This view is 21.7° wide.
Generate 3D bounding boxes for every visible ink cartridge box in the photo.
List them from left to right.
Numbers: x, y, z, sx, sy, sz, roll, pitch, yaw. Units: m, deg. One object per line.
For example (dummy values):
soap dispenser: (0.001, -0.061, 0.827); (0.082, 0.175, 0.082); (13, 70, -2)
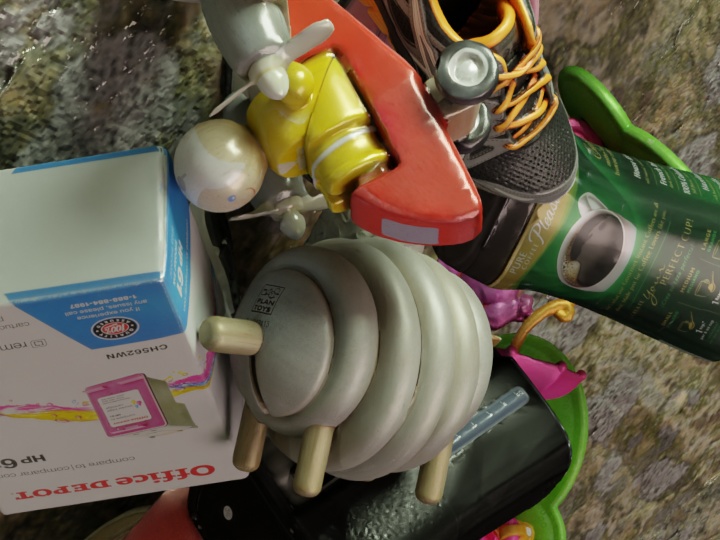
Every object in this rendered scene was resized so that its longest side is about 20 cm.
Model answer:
ink cartridge box: (-0.145, 0.038, 0.965); (0.143, 0.085, 0.201); (-9, 146, 5)

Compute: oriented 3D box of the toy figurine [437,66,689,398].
toy figurine: (0.126, -0.003, 1.235); (0.183, 0.201, 0.150); (-35, 176, -10)

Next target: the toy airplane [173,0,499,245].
toy airplane: (-0.045, -0.094, 0.906); (0.141, 0.199, 0.200); (-46, 122, -13)

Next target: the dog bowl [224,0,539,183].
dog bowl: (0.021, -0.127, 1.071); (0.199, 0.074, 0.201); (-32, 145, -26)

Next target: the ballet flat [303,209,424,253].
ballet flat: (0.000, 0.000, 1.075); (0.071, 0.072, 0.200); (-22, 162, -38)

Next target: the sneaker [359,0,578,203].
sneaker: (0.064, -0.108, 0.973); (0.078, 0.077, 0.200); (-49, 125, -17)

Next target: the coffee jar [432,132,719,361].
coffee jar: (0.143, -0.024, 1.105); (0.198, 0.086, 0.105); (19, 112, -17)

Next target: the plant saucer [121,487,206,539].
plant saucer: (-0.107, 0.213, 1.194); (0.200, 0.037, 0.201); (-48, 153, -29)

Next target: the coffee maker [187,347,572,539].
coffee maker: (0.024, 0.149, 1.133); (0.199, 0.134, 0.194); (-28, 100, -34)

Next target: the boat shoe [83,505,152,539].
boat shoe: (-0.185, 0.233, 1.179); (0.200, 0.074, 0.069); (-47, -176, -3)

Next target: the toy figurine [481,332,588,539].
toy figurine: (0.050, 0.124, 1.308); (0.149, 0.202, 0.183); (-22, 152, 37)

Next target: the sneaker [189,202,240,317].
sneaker: (-0.106, 0.026, 1.093); (0.079, 0.075, 0.201); (-11, 148, -3)

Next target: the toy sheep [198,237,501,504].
toy sheep: (-0.004, 0.048, 0.974); (0.199, 0.138, 0.139); (10, 116, -49)
